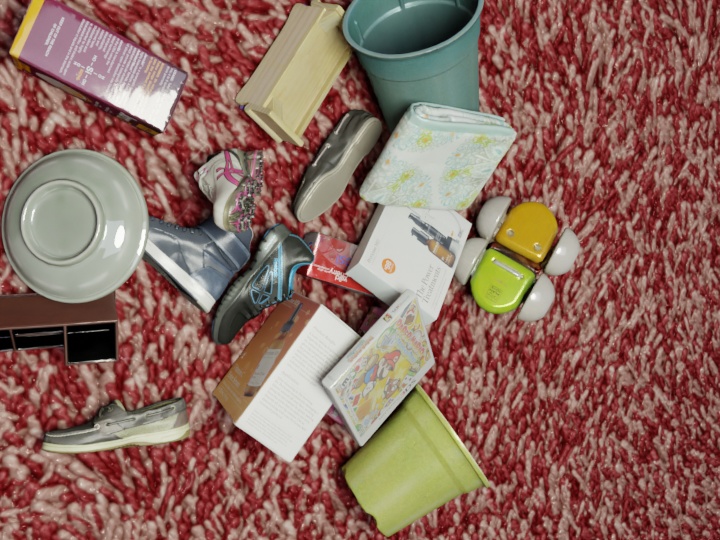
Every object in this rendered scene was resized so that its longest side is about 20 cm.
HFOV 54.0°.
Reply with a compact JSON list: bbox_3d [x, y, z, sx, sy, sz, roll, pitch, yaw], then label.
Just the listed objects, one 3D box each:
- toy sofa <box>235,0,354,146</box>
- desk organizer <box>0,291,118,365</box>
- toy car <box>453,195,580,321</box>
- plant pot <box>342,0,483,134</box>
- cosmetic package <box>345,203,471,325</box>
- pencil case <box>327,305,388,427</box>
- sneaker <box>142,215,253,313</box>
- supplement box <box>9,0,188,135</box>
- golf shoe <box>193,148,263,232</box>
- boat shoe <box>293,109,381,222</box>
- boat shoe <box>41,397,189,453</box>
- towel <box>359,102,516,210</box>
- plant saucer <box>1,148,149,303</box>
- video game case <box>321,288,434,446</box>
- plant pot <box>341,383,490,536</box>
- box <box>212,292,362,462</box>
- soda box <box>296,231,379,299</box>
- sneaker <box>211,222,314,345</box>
[{"bbox_3d":[-0.089,-0.293,1.046,0.083,0.097,0.202,38,80,-47],"label":"toy sofa"},{"bbox_3d":[-0.420,0.079,0.924,0.197,0.077,0.073,-3,120,-23],"label":"desk organizer"},{"bbox_3d":[0.255,-0.013,1.192,0.173,0.150,0.202,30,79,11],"label":"toy car"},{"bbox_3d":[0.092,-0.299,1.037,0.200,0.200,0.197,-40,144,-14],"label":"plant pot"},{"bbox_3d":[0.080,-0.036,1.102,0.150,0.052,0.202,34,55,-12],"label":"cosmetic package"},{"bbox_3d":[0.014,0.160,1.137,0.202,0.086,0.083,-62,153,-6],"label":"pencil case"},{"bbox_3d":[-0.246,-0.062,0.999,0.202,0.077,0.147,45,74,-17],"label":"sneaker"},{"bbox_3d":[-0.336,-0.260,0.915,0.198,0.110,0.087,25,87,-24],"label":"supplement box"},{"bbox_3d":[-0.185,-0.109,0.963,0.090,0.201,0.074,4,118,-3],"label":"golf shoe"},{"bbox_3d":[-0.045,-0.164,1.093,0.201,0.057,0.067,-52,148,-6],"label":"boat shoe"},{"bbox_3d":[-0.342,0.215,0.995,0.197,0.072,0.067,-1,87,-24],"label":"boat shoe"},{"bbox_3d":[0.116,-0.160,1.041,0.197,0.049,0.172,2,138,-31],"label":"towel"},{"bbox_3d":[-0.376,-0.060,0.910,0.196,0.050,0.204,0,87,2],"label":"plant saucer"},{"bbox_3d":[0.034,0.148,1.038,0.182,0.023,0.201,-46,146,-18],"label":"video game case"},{"bbox_3d":[0.076,0.316,1.137,0.183,0.200,0.202,-36,109,-3],"label":"plant pot"},{"bbox_3d":[-0.105,0.148,1.042,0.106,0.152,0.201,40,79,-22],"label":"box"},{"bbox_3d":[0.000,0.000,1.120,0.197,0.063,0.071,18,87,-24],"label":"soda box"},{"bbox_3d":[-0.145,0.033,1.032,0.081,0.073,0.201,34,96,-1],"label":"sneaker"}]
